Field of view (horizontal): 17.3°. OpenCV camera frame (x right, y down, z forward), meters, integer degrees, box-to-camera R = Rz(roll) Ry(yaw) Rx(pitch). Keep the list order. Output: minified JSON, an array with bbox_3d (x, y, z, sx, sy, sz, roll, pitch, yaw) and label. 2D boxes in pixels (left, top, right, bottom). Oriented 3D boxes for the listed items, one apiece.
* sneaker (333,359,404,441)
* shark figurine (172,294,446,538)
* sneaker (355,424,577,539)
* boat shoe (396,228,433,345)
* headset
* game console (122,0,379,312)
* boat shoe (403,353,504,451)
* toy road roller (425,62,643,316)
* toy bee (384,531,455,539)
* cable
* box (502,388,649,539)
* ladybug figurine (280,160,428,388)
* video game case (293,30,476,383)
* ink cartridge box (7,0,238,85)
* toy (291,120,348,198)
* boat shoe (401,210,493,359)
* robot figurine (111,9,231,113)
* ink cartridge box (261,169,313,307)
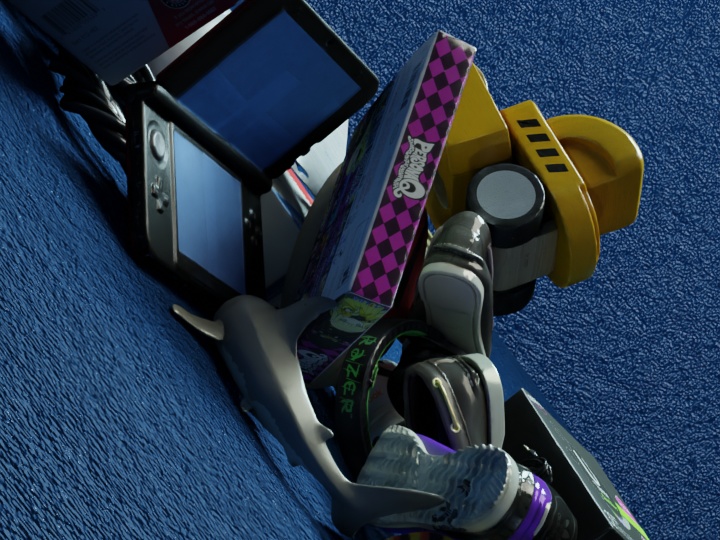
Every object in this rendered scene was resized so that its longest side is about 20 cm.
[{"bbox_3d":[0.033,0.106,1.867,0.080,0.074,0.200,53,5,17],"label":"sneaker"},{"bbox_3d":[-0.036,0.065,1.494,0.215,0.089,0.128,55,7,35],"label":"shark figurine"},{"bbox_3d":[0.071,0.157,1.542,0.099,0.070,0.200,31,-11,-25],"label":"sneaker"},{"bbox_3d":[0.043,-0.005,1.849,0.063,0.073,0.200,-13,59,-36],"label":"boat shoe"},{"bbox_3d":[0.058,0.113,1.699,0.094,0.124,0.200,3,-23,35],"label":"headset"},{"bbox_3d":[-0.065,-0.070,1.574,0.200,0.118,0.173,39,44,-63],"label":"game console"},{"bbox_3d":[0.065,0.160,1.633,0.072,0.060,0.202,-10,-95,57],"label":"boat shoe"},{"bbox_3d":[0.121,-0.076,1.760,0.123,0.146,0.200,90,-24,-55],"label":"toy road roller"},{"bbox_3d":[0.094,0.231,1.451,0.200,0.109,0.131,55,4,8],"label":"toy bee"},{"bbox_3d":[-0.168,-0.107,1.666,0.163,0.051,0.200,41,18,-47],"label":"cable"},{"bbox_3d":[0.150,0.214,1.922,0.149,0.124,0.200,58,8,30],"label":"box"},{"bbox_3d":[0.000,0.000,1.741,0.136,0.072,0.200,73,31,-51],"label":"ladybug figurine"},{"bbox_3d":[0.007,-0.040,1.595,0.036,0.201,0.181,23,-25,-10],"label":"video game case"},{"bbox_3d":[-0.182,-0.234,1.534,0.200,0.146,0.083,40,48,-23],"label":"ink cartridge box"},{"bbox_3d":[-0.055,-0.124,1.854,0.115,0.047,0.200,53,25,-29],"label":"toy"},{"bbox_3d":[0.070,0.026,1.722,0.067,0.057,0.200,18,-27,7],"label":"boat shoe"},{"bbox_3d":[-0.157,-0.183,1.822,0.200,0.113,0.170,55,-3,30],"label":"robot figurine"},{"bbox_3d":[-0.072,-0.034,1.865,0.116,0.067,0.200,55,6,9],"label":"ink cartridge box"}]
